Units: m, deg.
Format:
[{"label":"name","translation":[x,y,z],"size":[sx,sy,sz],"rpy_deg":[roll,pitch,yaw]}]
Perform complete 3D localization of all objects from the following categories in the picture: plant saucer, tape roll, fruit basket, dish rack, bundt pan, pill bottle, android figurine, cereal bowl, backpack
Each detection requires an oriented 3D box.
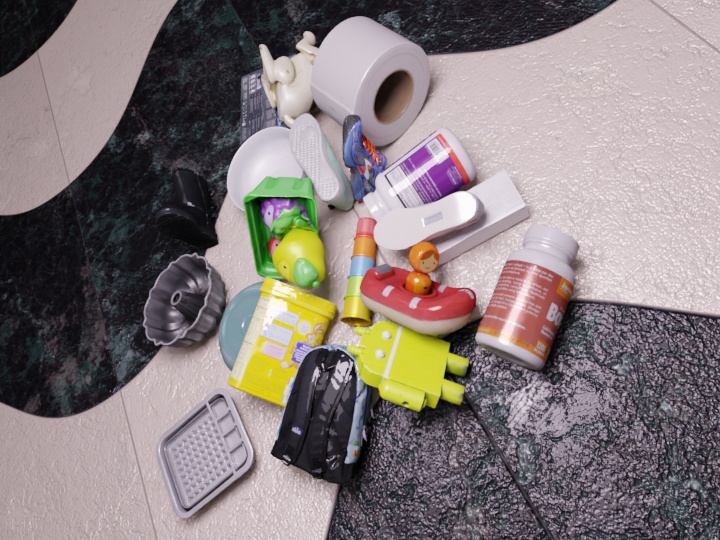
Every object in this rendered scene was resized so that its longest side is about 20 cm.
[{"label":"plant saucer","translation":[-0.214,0.113,1.083],"size":[0.196,0.036,0.204],"rpy_deg":[-9,68,22]},{"label":"tape roll","translation":[0.021,-0.366,1.053],"size":[0.203,0.202,0.139],"rpy_deg":[-49,60,1]},{"label":"fruit basket","translation":[-0.131,-0.047,0.988],"size":[0.152,0.216,0.220],"rpy_deg":[3,71,4]},{"label":"dish rack","translation":[-0.291,0.347,1.029],"size":[0.199,0.043,0.173],"rpy_deg":[-39,61,8]},{"label":"bundt pan","translation":[-0.360,0.072,1.133],"size":[0.199,0.076,0.206],"rpy_deg":[-17,57,27]},{"label":"pill bottle","translation":[0.264,0.040,0.837],"size":[0.111,0.112,0.203],"rpy_deg":[20,81,30]},{"label":"pill bottle","translation":[0.105,-0.161,0.987],"size":[0.198,0.112,0.114],"rpy_deg":[-36,60,10]},{"label":"android figurine","translation":[0.076,0.145,0.869],"size":[0.196,0.042,0.183],"rpy_deg":[21,38,6]},{"label":"cereal bowl","translation":[-0.185,-0.198,1.156],"size":[0.196,0.083,0.204],"rpy_deg":[-9,67,22]},{"label":"backpack","translation":[-0.052,0.226,0.914],"size":[0.160,0.153,0.205],"rpy_deg":[7,96,30]}]

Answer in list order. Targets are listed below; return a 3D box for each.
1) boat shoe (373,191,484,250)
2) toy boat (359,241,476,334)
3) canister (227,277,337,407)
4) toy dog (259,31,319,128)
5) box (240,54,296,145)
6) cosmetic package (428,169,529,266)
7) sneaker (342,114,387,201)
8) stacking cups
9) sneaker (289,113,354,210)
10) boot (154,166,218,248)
[{"label":"boat shoe","translation":[0.117,-0.084,0.921],"size":[0.197,0.068,0.073],"rpy_deg":[-24,75,30]},{"label":"toy boat","translation":[0.100,0.018,0.898],"size":[0.197,0.130,0.133],"rpy_deg":[22,113,29]},{"label":"canister","translation":[-0.144,0.134,0.992],"size":[0.146,0.087,0.204],"rpy_deg":[21,81,-2]},{"label":"toy dog","translation":[-0.095,-0.404,1.133],"size":[0.197,0.140,0.197],"rpy_deg":[-21,69,-12]},{"label":"box","translation":[-0.202,-0.385,1.253],"size":[0.155,0.051,0.204],"rpy_deg":[-15,65,20]},{"label":"cosmetic package","translation":[0.189,-0.086,0.955],"size":[0.198,0.051,0.084],"rpy_deg":[-29,59,14]},{"label":"sneaker","translation":[0.010,-0.215,1.013],"size":[0.077,0.201,0.077],"rpy_deg":[-8,59,6]},{"label":"stacking cups","translation":[0.000,0.000,1.014],"size":[0.059,0.060,0.204],"rpy_deg":[-5,66,23]},{"label":"sneaker","translation":[-0.075,-0.209,1.082],"size":[0.073,0.118,0.204],"rpy_deg":[-26,72,13]},{"label":"boot","translation":[-0.382,-0.149,1.173],"size":[0.072,0.198,0.165],"rpy_deg":[-20,70,13]}]
